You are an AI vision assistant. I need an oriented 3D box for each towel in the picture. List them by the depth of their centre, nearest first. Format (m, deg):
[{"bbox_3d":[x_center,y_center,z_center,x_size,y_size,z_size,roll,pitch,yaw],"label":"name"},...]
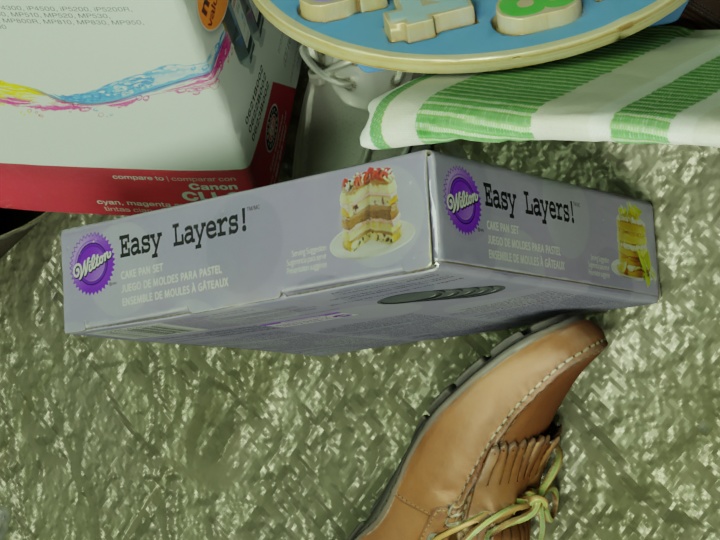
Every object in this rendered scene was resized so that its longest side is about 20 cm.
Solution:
[{"bbox_3d":[0.118,-0.064,0.692,0.200,0.152,0.023,7,110,33],"label":"towel"}]

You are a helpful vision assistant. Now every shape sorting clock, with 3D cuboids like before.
[{"bbox_3d":[0.050,-0.141,0.772,0.200,0.200,0.039,27,138,34],"label":"shape sorting clock"}]

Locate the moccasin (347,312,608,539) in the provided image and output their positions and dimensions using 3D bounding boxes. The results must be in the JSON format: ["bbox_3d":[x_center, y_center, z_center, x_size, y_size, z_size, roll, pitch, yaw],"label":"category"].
[{"bbox_3d":[0.049,0.105,0.842,0.078,0.074,0.202,41,108,20],"label":"moccasin"}]

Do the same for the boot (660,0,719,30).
[{"bbox_3d":[0.146,-0.051,0.783,0.200,0.064,0.187,34,94,29],"label":"boot"}]

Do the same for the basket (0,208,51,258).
[{"bbox_3d":[-0.238,-0.043,0.992,0.136,0.180,0.200,52,145,0],"label":"basket"}]

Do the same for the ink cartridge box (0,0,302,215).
[{"bbox_3d":[-0.114,-0.136,0.832,0.144,0.200,0.146,4,62,13],"label":"ink cartridge box"}]

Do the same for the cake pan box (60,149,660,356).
[{"bbox_3d":[0.000,0.000,0.814,0.200,0.184,0.052,-11,77,36],"label":"cake pan box"}]

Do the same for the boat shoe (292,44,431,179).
[{"bbox_3d":[0.001,-0.107,0.887,0.071,0.070,0.200,27,103,34],"label":"boat shoe"}]
